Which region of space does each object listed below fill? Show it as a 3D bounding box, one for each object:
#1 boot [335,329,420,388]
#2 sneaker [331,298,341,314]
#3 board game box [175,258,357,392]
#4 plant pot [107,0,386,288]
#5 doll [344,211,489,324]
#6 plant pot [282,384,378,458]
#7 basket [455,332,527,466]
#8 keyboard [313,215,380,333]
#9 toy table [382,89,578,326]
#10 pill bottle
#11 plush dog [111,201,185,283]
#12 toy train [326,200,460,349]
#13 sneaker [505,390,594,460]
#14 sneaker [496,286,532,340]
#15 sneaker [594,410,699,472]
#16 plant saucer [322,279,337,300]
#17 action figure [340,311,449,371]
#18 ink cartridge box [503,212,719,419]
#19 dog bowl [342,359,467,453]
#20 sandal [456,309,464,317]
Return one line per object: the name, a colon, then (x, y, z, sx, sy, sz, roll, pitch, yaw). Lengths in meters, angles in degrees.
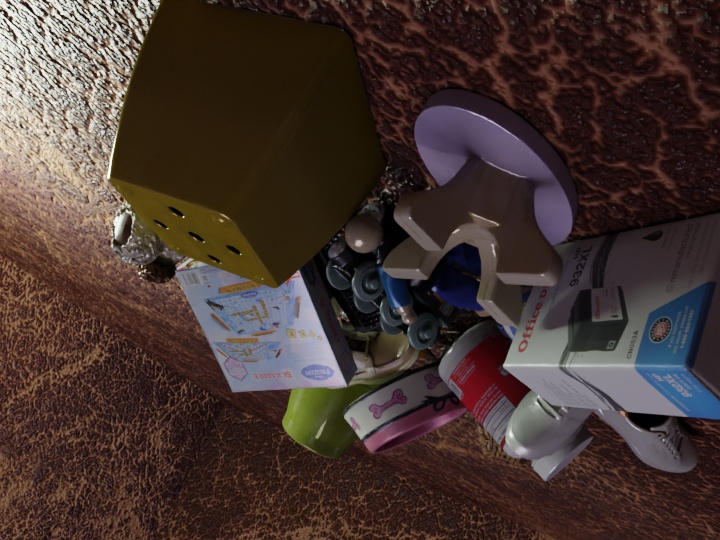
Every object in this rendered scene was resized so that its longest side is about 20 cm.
boot: (-0.027, 0.103, 0.962, 0.198, 0.073, 0.154, -20, 135, 35)
sneaker: (-0.080, 0.020, 0.990, 0.076, 0.081, 0.200, 28, 163, 39)
board game box: (-0.125, 0.066, 0.888, 0.198, 0.041, 0.202, -7, 114, 30)
plant pot: (-0.111, -0.103, 0.630, 0.198, 0.178, 0.201, 17, 158, 20)
doll: (0.070, -0.008, 0.709, 0.198, 0.138, 0.048, 23, 173, -27)
plant pot: (-0.043, 0.226, 1.216, 0.199, 0.195, 0.200, 28, -177, -1)
basket: (0.205, 0.214, 1.053, 0.147, 0.144, 0.201, 17, 157, 22)
keyboard: (0.000, 0.000, 0.845, 0.103, 0.040, 0.201, -25, 123, 10)
toy table: (0.105, -0.046, 0.594, 0.199, 0.118, 0.183, 35, 158, -26)
pill bottle: (0.206, 0.172, 0.891, 0.200, 0.112, 0.113, 48, 170, 27)
plush dog: (-0.219, -0.076, 0.819, 0.159, 0.203, 0.171, 17, 158, -28)
toy train: (0.046, 0.008, 0.795, 0.200, 0.115, 0.085, 43, 167, -33)
sneaker: (0.244, 0.135, 0.768, 0.076, 0.199, 0.081, 46, 169, 31)
sneaker: (0.214, 0.070, 0.803, 0.082, 0.074, 0.200, 36, 174, 31)
sneaker: (0.413, 0.224, 0.924, 0.199, 0.073, 0.084, 34, 161, -16)
plant saucer: (-0.113, -0.029, 0.890, 0.197, 0.032, 0.203, 7, 120, 12)
action figure: (0.049, 0.125, 1.081, 0.192, 0.106, 0.199, 21, 172, -27)
ink cartridge box: (0.242, 0.044, 0.599, 0.083, 0.146, 0.199, 35, 158, -21)
dog bowl: (0.076, 0.212, 1.020, 0.201, 0.198, 0.074, 94, 152, -68)
sandal: (0.075, 0.056, 0.967, 0.075, 0.048, 0.199, 37, 158, -27)
